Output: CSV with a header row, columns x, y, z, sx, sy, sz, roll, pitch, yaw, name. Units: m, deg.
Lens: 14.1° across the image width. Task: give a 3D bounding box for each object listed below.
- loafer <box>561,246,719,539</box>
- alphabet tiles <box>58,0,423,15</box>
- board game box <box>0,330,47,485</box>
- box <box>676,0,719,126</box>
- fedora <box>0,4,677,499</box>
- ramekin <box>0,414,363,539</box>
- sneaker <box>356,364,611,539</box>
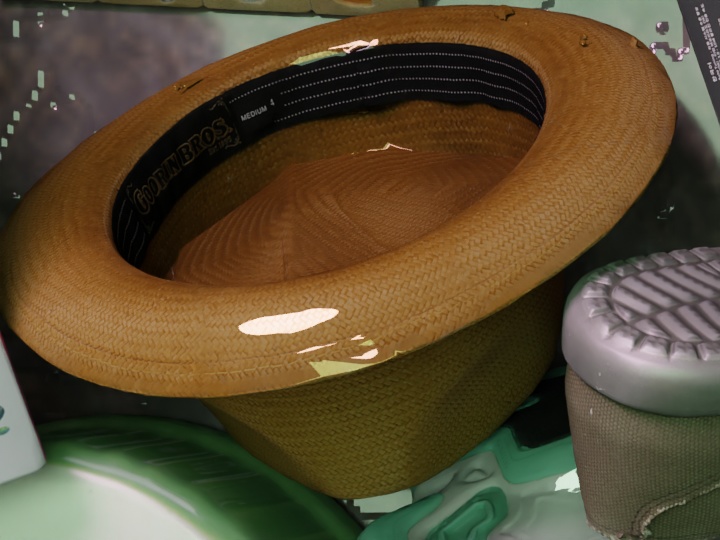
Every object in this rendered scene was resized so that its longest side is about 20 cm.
x,y,z,sx,sy,sz,roll,pitch,yaw,name
0.130,0.031,0.749,0.075,0.199,0.070,46,130,48,loafer
-0.057,-0.125,0.795,0.199,0.167,0.006,4,58,12,alphabet tiles
-0.151,-0.048,0.766,0.064,0.148,0.201,-22,110,-7,board game box
0.174,-0.012,0.700,0.160,0.043,0.201,-23,96,-30,box
0.000,0.000,0.776,0.199,0.201,0.082,-12,116,11,fedora
-0.081,0.138,0.802,0.199,0.098,0.201,-1,85,11,ramekin
0.053,0.115,0.768,0.077,0.200,0.140,-5,114,45,sneaker
